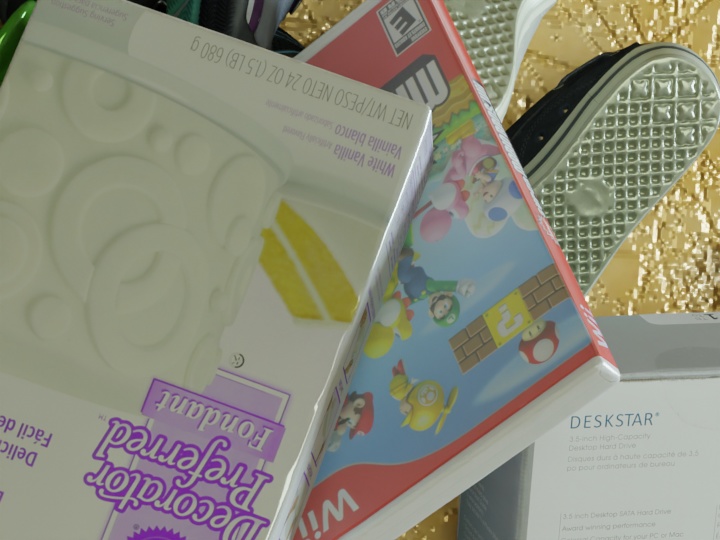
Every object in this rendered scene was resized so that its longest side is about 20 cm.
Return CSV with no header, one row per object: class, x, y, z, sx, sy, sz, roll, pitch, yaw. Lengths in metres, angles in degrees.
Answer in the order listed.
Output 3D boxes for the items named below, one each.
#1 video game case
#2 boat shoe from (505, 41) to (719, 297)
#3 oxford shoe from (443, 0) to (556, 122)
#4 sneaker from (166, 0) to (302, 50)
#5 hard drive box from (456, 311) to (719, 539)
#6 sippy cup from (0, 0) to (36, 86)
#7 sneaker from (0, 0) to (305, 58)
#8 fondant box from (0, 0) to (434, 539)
video game case,0.000,0.000,0.909,0.143,0.200,0.017,-37,141,18
boat shoe,0.072,-0.022,1.076,0.075,0.062,0.200,42,96,-18
oxford shoe,0.042,-0.106,1.029,0.075,0.058,0.200,23,45,-2
sneaker,-0.021,-0.146,1.004,0.087,0.074,0.201,20,57,-24
hard drive box,0.124,0.124,1.063,0.155,0.077,0.201,-1,108,-16
sippy cup,-0.208,-0.132,0.914,0.177,0.130,0.140,-3,79,-10
sneaker,-0.054,-0.082,1.024,0.200,0.082,0.073,27,87,-14
fondant box,-0.074,0.018,0.856,0.144,0.058,0.201,19,78,6
